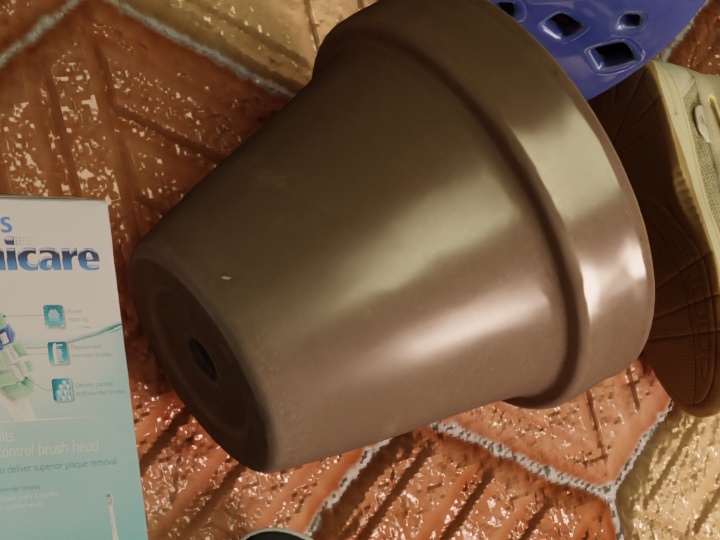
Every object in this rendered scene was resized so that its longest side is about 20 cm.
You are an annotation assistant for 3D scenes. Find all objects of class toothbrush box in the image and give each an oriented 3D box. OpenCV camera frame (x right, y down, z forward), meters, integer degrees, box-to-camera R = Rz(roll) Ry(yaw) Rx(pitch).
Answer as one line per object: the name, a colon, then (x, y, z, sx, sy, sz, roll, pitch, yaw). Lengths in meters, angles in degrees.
toothbrush box: (-0.152, 0.084, 0.720, 0.085, 0.146, 0.200, 1, 78, -40)

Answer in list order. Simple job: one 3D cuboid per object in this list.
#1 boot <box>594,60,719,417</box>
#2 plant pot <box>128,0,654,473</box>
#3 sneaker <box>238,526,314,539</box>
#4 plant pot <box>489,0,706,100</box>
boot: (0.218, -0.022, 1.108, 0.155, 0.073, 0.200, -4, 75, -38)
plant pot: (0.000, 0.000, 0.865, 0.175, 0.200, 0.200, -31, 99, -22)
sneaker: (-0.020, 0.175, 0.803, 0.072, 0.083, 0.200, 1, 45, -10)
plant pot: (0.111, -0.229, 1.005, 0.200, 0.180, 0.200, 26, 62, -32)
